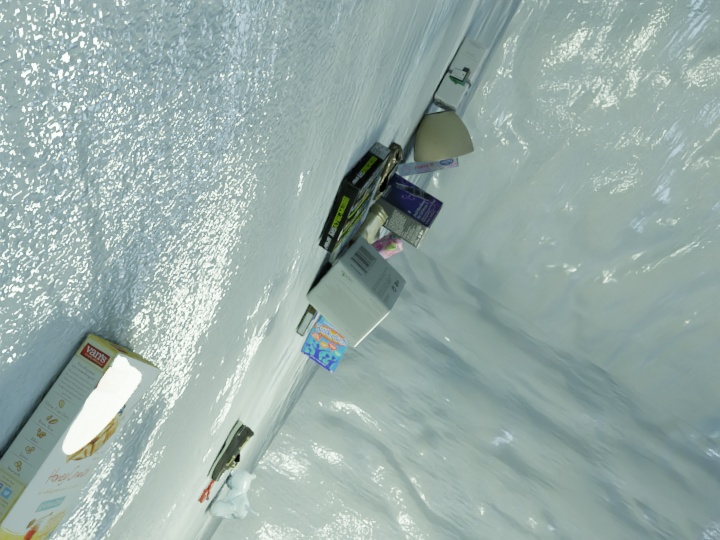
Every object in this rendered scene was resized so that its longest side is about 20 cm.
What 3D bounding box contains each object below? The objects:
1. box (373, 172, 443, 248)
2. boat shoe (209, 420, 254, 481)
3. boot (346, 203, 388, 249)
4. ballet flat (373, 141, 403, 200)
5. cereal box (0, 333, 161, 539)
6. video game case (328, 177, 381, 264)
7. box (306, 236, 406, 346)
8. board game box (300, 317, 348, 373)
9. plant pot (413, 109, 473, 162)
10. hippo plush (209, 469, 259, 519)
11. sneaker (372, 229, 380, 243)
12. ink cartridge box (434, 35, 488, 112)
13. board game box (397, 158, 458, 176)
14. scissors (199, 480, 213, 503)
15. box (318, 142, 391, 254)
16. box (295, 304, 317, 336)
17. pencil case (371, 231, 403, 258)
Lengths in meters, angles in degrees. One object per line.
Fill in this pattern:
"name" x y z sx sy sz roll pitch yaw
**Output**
"box" 0.148 -0.196 1.888 0.149 0.197 0.105 -55 175 -41
"boat shoe" -0.371 0.531 1.664 0.204 0.060 0.072 -61 175 14
"boot" 0.023 -0.119 1.801 0.157 0.072 0.200 -56 170 -8
"ballet flat" 0.073 -0.265 1.602 0.068 0.046 0.202 -53 172 -45
"cereal box" -0.277 0.165 0.548 0.203 0.039 0.144 -59 175 -14
"video game case" -0.016 -0.138 1.572 0.202 0.023 0.183 -57 174 -34
"box" -0.008 0.056 1.635 0.171 0.200 0.199 -44 -177 29
"board game box" -0.121 0.263 2.143 0.203 0.150 0.045 -63 172 33
"plant pot" 0.258 -0.437 1.861 0.200 0.195 0.138 -49 130 -64
"hippo plush" -0.473 0.824 2.146 0.200 0.155 0.165 -41 -138 52
"sneaker" 0.065 -0.101 2.100 0.203 0.114 0.076 -62 174 28
"ink cartridge box" 0.316 -0.610 1.836 0.204 0.083 0.146 -62 175 8
"board game box" 0.236 -0.359 1.984 0.200 0.194 0.042 -39 120 -75
"scissors" -0.494 0.722 1.840 0.074 0.014 0.202 -59 177 -43
"box" -0.012 -0.166 1.321 0.201 0.047 0.195 -56 176 -47
"box" -0.138 0.126 1.832 0.123 0.032 0.200 -61 174 14
"pencil case" 0.058 -0.065 2.014 0.197 0.089 0.088 -31 168 -12
